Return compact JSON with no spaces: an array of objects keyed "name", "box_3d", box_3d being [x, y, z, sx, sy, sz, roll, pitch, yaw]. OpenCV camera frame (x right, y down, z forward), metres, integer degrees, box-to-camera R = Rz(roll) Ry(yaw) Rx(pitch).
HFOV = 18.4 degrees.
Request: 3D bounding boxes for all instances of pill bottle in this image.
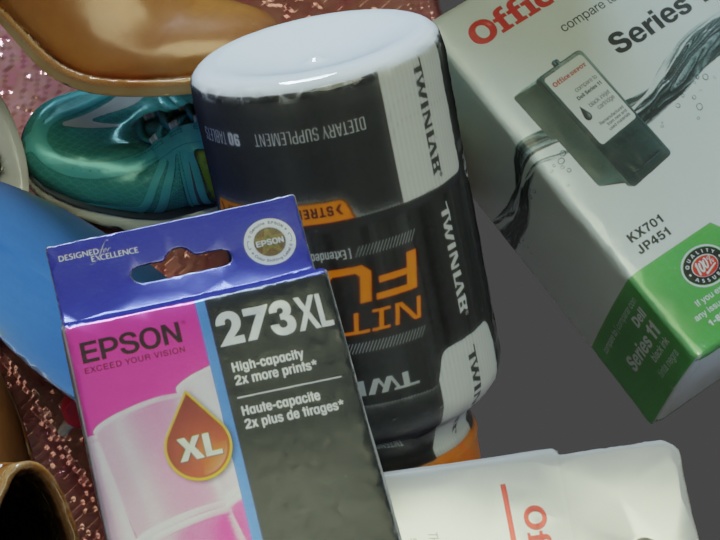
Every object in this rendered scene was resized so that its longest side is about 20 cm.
[{"name":"pill bottle","box_3d":[0.000,0.000,0.932,0.106,0.106,0.201,-18,111,-14]}]

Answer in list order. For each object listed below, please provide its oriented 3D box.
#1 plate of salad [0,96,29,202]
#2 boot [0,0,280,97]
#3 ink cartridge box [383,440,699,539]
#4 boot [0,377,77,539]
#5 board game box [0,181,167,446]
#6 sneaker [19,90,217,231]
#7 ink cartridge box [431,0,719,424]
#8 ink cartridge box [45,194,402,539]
[{"name":"plate of salad","box_3d":[-0.247,-0.031,0.980,0.199,0.048,0.201,0,68,1]},{"name":"boot","box_3d":[-0.120,-0.163,0.962,0.199,0.156,0.077,13,20,16]},{"name":"ink cartridge box","box_3d":[0.020,0.133,0.777,0.199,0.068,0.116,-7,67,-6]},{"name":"boot","box_3d":[-0.153,0.093,0.868,0.076,0.155,0.201,0,72,-17]},{"name":"board game box","box_3d":[-0.114,0.035,0.922,0.158,0.200,0.039,34,103,-17]},{"name":"sneaker","box_3d":[-0.057,-0.064,1.007,0.199,0.080,0.078,-1,65,1]},{"name":"ink cartridge box","box_3d":[0.135,-0.056,1.027,0.146,0.083,0.200,-33,73,-19]},{"name":"ink cartridge box","box_3d":[-0.043,0.063,0.751,0.094,0.037,0.201,-12,63,-8]}]
